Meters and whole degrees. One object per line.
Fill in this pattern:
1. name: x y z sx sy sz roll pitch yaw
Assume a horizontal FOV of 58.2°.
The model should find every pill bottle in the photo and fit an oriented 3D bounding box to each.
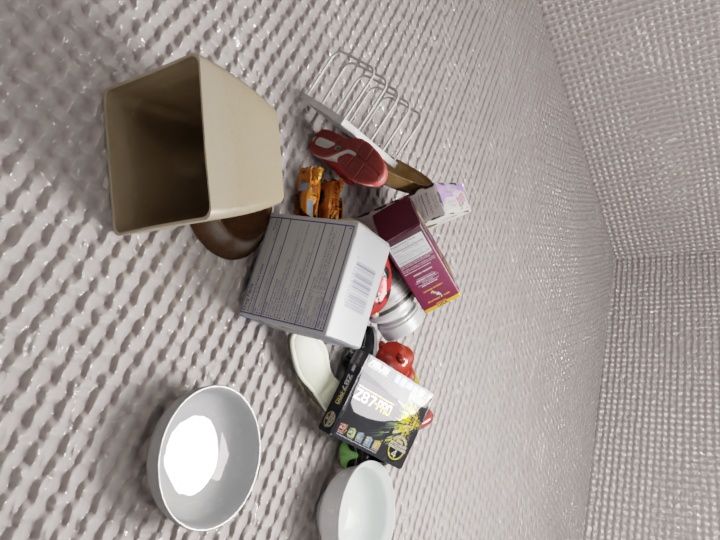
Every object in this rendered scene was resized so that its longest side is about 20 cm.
1. pill bottle: 0.041 0.034 1.323 0.201 0.113 0.114 59 39 -15

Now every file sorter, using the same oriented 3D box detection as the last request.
1. file sorter: 0.009 -0.324 1.292 0.125 0.139 0.199 -56 143 6

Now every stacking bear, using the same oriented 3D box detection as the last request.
1. stacking bear: 0.075 0.232 1.341 0.113 0.121 0.202 -26 129 -25

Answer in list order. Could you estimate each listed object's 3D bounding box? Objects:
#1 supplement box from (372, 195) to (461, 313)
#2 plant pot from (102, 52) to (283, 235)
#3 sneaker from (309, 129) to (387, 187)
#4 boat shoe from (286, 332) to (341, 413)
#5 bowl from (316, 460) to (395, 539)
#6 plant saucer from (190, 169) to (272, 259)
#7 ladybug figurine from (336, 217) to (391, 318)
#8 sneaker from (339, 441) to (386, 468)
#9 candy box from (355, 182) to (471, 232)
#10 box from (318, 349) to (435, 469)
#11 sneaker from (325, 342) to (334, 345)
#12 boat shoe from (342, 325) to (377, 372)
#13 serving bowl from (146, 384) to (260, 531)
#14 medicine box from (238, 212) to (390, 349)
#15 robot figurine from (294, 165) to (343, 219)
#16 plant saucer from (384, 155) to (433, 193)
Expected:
1. supplement box: 0.112 -0.030 1.275 0.201 0.085 0.111 55 12 -34
2. plant pot: -0.217 -0.157 0.899 0.176 0.198 0.202 -3 88 -56
3. sneaker: -0.002 -0.203 1.263 0.079 0.200 0.115 -52 145 2
4. boat shoe: -0.087 0.184 1.186 0.072 0.060 0.203 -40 121 -26
5. bowl: -0.020 0.461 1.223 0.200 0.090 0.204 13 75 -55
6. plant saucer: -0.205 -0.120 1.067 0.200 0.036 0.203 10 78 -57
7. ladybug figurine: 0.000 0.000 1.199 0.135 0.072 0.202 -33 111 -22
8. sneaker: 0.037 0.376 1.329 0.199 0.083 0.078 7 81 -57
9. candy box: 0.117 -0.120 1.397 0.167 0.198 0.072 -13 82 -62
10. box: 0.035 0.265 1.224 0.199 0.049 0.162 36 74 -33
11. sneaker: -0.071 0.072 1.227 0.200 0.072 0.116 33 54 -62
12. boat shoe: -0.007 0.192 1.302 0.060 0.076 0.201 17 47 -13
13. serving bowl: -0.235 0.268 0.939 0.199 0.065 0.203 13 75 -57
14. medicine box: -0.077 0.014 1.067 0.103 0.198 0.184 30 73 -51
15. robot figurine: -0.080 -0.088 1.234 0.144 0.058 0.203 18 70 -54
16. plant saucer: 0.061 -0.213 1.389 0.199 0.199 0.036 -7 127 -57
